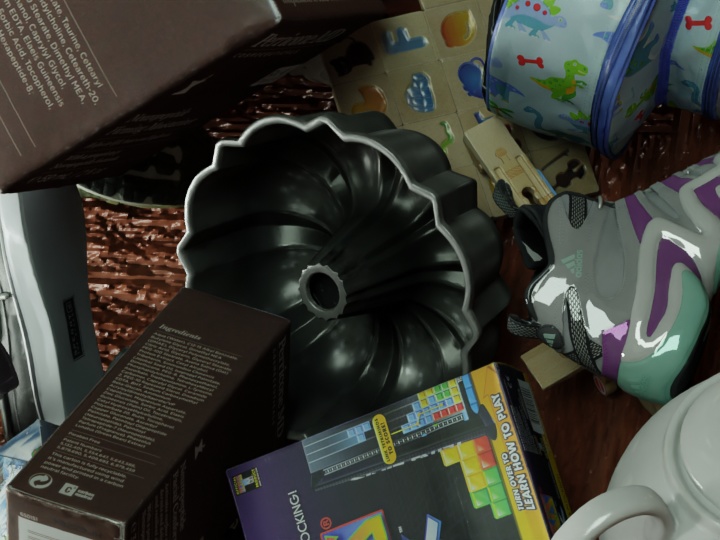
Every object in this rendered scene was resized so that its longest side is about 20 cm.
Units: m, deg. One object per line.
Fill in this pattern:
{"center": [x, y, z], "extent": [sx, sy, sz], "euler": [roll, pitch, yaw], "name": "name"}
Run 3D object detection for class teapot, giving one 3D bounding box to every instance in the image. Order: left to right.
{"center": [0.206, 0.116, 1.443], "extent": [0.197, 0.146, 0.200], "euler": [11, 49, 16], "name": "teapot"}

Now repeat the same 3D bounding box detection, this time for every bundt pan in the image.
{"center": [0.000, 0.000, 1.605], "extent": [0.201, 0.076, 0.203], "euler": [15, 117, 32], "name": "bundt pan"}

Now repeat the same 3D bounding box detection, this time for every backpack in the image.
{"center": [0.158, -0.163, 1.598], "extent": [0.147, 0.183, 0.200], "euler": [26, 75, 13], "name": "backpack"}

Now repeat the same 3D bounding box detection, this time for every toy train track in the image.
{"center": [0.119, 0.001, 1.617], "extent": [0.114, 0.033, 0.200], "euler": [-29, 70, -13], "name": "toy train track"}

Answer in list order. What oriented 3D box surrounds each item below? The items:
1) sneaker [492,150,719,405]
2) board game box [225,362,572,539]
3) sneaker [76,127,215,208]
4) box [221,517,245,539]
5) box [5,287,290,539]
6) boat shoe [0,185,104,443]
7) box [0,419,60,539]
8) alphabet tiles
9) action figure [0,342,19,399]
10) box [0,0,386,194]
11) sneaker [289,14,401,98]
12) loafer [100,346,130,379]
{"center": [0.140, -0.026, 1.563], "extent": [0.139, 0.078, 0.200], "euler": [21, 45, 13], "name": "sneaker"}
{"center": [0.036, 0.170, 1.507], "extent": [0.165, 0.057, 0.201], "euler": [-23, 73, 17], "name": "board game box"}
{"center": [-0.183, -0.071, 1.760], "extent": [0.199, 0.089, 0.077], "euler": [9, 73, -2], "name": "sneaker"}
{"center": [-0.001, 0.194, 1.587], "extent": [0.199, 0.036, 0.143], "euler": [11, 71, 27], "name": "box"}
{"center": [-0.110, 0.107, 1.542], "extent": [0.075, 0.100, 0.200], "euler": [15, 37, 17], "name": "box"}
{"center": [-0.197, 0.015, 1.694], "extent": [0.068, 0.074, 0.200], "euler": [-6, 103, 25], "name": "boat shoe"}
{"center": [-0.222, 0.190, 1.623], "extent": [0.200, 0.040, 0.137], "euler": [-34, 50, 34], "name": "box"}
{"center": [0.061, -0.124, 1.676], "extent": [0.167, 0.008, 0.201], "euler": [-14, 73, -13], "name": "alphabet tiles"}
{"center": [-0.263, 0.104, 1.663], "extent": [0.069, 0.200, 0.130], "euler": [49, 53, 1], "name": "action figure"}
{"center": [-0.128, -0.163, 1.611], "extent": [0.200, 0.166, 0.165], "euler": [-29, 85, 22], "name": "box"}
{"center": [-0.046, -0.131, 1.747], "extent": [0.115, 0.076, 0.201], "euler": [-46, 60, 16], "name": "sneaker"}
{"center": [-0.132, 0.144, 1.648], "extent": [0.072, 0.073, 0.201], "euler": [9, 80, 16], "name": "loafer"}
